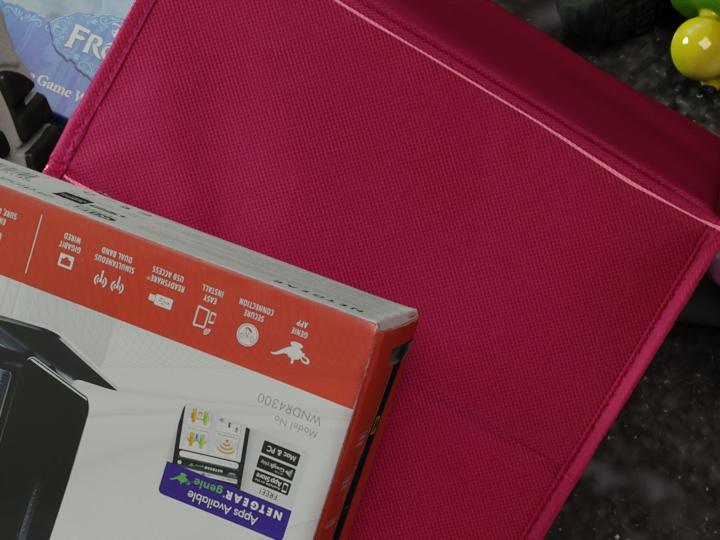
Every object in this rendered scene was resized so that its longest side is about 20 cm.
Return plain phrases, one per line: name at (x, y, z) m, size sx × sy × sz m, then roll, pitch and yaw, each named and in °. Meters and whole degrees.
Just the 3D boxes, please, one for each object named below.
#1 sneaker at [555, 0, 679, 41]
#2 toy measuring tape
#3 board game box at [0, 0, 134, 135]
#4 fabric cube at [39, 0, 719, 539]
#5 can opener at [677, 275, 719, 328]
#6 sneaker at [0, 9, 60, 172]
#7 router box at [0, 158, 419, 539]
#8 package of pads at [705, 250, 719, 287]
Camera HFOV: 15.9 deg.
sneaker at (0.128, -0.180, 1.079) m, size 0.091 × 0.076 × 0.200 m, roll 29°, pitch 65°, yaw 15°
toy measuring tape at (0.202, -0.125, 1.068) m, size 0.200 × 0.074 × 0.074 m, roll -35°, pitch 78°, yaw -30°
board game box at (-0.070, -0.136, 1.055) m, size 0.200 × 0.043 × 0.199 m, roll 24°, pitch 72°, yaw 3°
fabric cube at (0.000, 0.000, 0.900) m, size 0.199 × 0.196 × 0.200 m, roll 31°, pitch 102°, yaw 4°
can opener at (0.112, 0.016, 1.027) m, size 0.199 × 0.053 × 0.067 m, roll 8°, pitch 104°, yaw -2°
sneaker at (-0.175, -0.060, 0.990) m, size 0.090 × 0.078 × 0.201 m, roll -2°, pitch 108°, yaw 28°
router box at (-0.103, 0.065, 0.795) m, size 0.199 × 0.049 × 0.180 m, roll 19°, pitch 99°, yaw 13°
package of pads at (0.227, -0.028, 0.988) m, size 0.120 × 0.076 × 0.200 m, roll 41°, pitch 45°, yaw 9°
